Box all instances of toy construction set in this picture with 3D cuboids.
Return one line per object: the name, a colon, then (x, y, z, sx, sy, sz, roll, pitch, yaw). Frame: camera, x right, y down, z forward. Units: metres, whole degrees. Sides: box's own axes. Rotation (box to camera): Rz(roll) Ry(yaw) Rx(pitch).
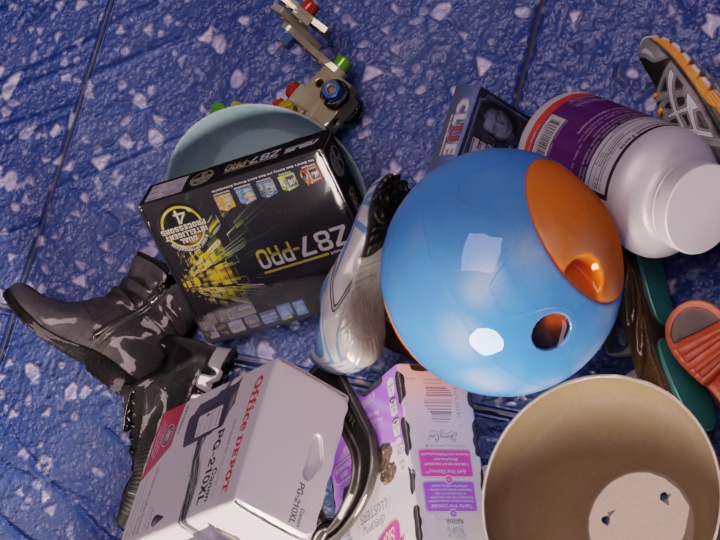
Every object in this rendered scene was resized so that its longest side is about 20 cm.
toy construction set: (-0.078, -0.166, 1.749, 0.131, 0.092, 0.201, 38, 102, 30)

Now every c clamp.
c clamp: (-0.039, 0.173, 1.582, 0.172, 0.027, 0.200, -65, 30, 18)

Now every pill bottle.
pill bottle: (0.229, -0.080, 1.520, 0.113, 0.112, 0.200, -56, 35, -1)

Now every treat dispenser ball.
treat dispenser ball: (0.115, 0.002, 1.446, 0.199, 0.201, 0.203, -8, 70, 22)

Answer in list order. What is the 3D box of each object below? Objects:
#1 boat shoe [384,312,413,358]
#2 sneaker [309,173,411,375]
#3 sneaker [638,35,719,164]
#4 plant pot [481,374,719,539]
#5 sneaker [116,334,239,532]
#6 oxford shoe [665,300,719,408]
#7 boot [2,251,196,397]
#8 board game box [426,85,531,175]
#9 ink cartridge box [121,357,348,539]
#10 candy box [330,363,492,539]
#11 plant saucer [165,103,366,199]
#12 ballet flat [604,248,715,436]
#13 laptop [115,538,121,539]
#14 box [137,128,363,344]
boat shoe: (0.068, -0.018, 1.635, 0.070, 0.070, 0.202, 15, 80, 24)
sneaker: (0.000, 0.000, 1.585, 0.072, 0.072, 0.202, -11, 51, 42)
sneaker: (0.296, -0.127, 1.565, 0.077, 0.078, 0.201, -41, 58, 20)
plant pot: (0.214, 0.199, 1.459, 0.198, 0.134, 0.202, -8, 71, 22)
sneaker: (-0.197, 0.150, 1.694, 0.090, 0.066, 0.201, 25, 80, 5)
oxford shoe: (0.332, 0.107, 1.476, 0.071, 0.073, 0.201, -36, 82, 15)
boot: (-0.253, 0.034, 1.779, 0.199, 0.070, 0.132, 33, 85, 19)
board game box: (0.110, -0.046, 1.588, 0.034, 0.135, 0.202, 7, 75, 51)
ink cartridge box: (-0.112, 0.178, 1.554, 0.199, 0.084, 0.146, -28, 38, 48)
candy box: (0.041, 0.203, 1.523, 0.168, 0.071, 0.202, 134, 133, -57)
plant saucer: (-0.086, -0.073, 1.694, 0.199, 0.202, 0.039, -15, 25, 20)
ballet flat: (0.246, 0.066, 1.535, 0.072, 0.067, 0.202, -34, 60, 34)
laptop: (-0.171, 0.364, 1.597, 0.199, 0.103, 0.179, 18, 81, 52)
box: (-0.087, -0.029, 1.668, 0.198, 0.162, 0.049, -15, 28, 21)
